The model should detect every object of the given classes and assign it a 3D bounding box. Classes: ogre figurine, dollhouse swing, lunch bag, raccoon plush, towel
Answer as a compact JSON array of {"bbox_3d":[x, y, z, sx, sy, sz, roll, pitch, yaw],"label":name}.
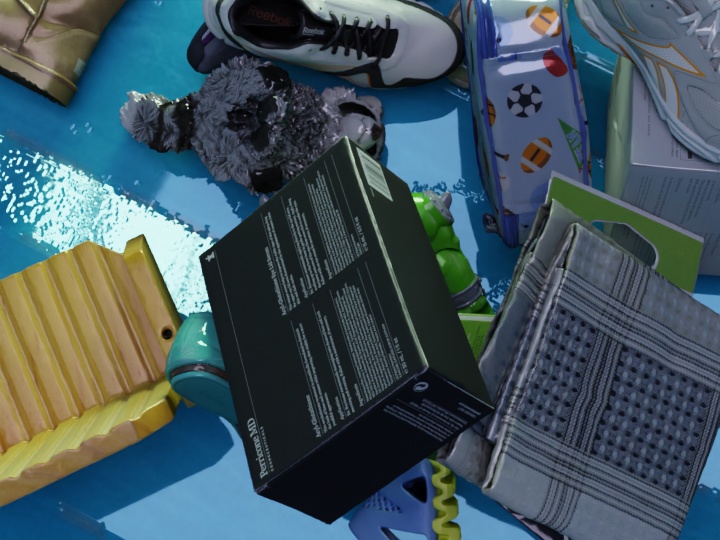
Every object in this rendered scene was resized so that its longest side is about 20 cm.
[{"bbox_3d":[0.000,0.000,1.075,0.199,0.098,0.120,4,107,13],"label":"ogre figurine"},{"bbox_3d":[-0.231,0.070,1.045,0.199,0.176,0.182,-25,80,-1],"label":"dollhouse swing"},{"bbox_3d":[0.115,-0.119,1.052,0.075,0.160,0.201,-8,115,0],"label":"lunch bag"},{"bbox_3d":[-0.072,-0.120,1.132,0.200,0.134,0.097,27,106,37],"label":"raccoon plush"},{"bbox_3d":[0.159,0.081,0.950,0.200,0.035,0.193,30,77,-25],"label":"towel"}]

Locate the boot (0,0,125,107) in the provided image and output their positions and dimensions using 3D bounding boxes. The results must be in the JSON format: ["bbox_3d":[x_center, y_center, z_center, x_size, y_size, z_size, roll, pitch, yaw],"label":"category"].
[{"bbox_3d":[-0.255,-0.252,1.161,0.175,0.066,0.201,28,83,-5],"label":"boot"}]

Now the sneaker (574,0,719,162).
[{"bbox_3d":[0.213,-0.149,0.937,0.076,0.092,0.200,-36,68,-16],"label":"sneaker"}]

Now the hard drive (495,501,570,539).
[{"bbox_3d":[0.183,0.111,1.083,0.135,0.042,0.200,39,84,9],"label":"hard drive"}]

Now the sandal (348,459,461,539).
[{"bbox_3d":[0.031,0.182,1.063,0.087,0.080,0.201,-5,78,5],"label":"sandal"}]

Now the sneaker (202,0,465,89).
[{"bbox_3d":[-0.017,-0.172,1.076,0.199,0.080,0.074,7,104,-12],"label":"sneaker"}]

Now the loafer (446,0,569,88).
[{"bbox_3d":[0.132,-0.227,1.132,0.076,0.068,0.200,41,84,9],"label":"loafer"}]

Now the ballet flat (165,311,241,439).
[{"bbox_3d":[-0.066,0.090,1.043,0.067,0.200,0.071,-13,52,27],"label":"ballet flat"}]

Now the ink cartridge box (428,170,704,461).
[{"bbox_3d":[0.143,0.052,1.004,0.147,0.076,0.201,20,79,-27],"label":"ink cartridge box"}]

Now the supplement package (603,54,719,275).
[{"bbox_3d":[0.283,-0.093,1.044,0.199,0.152,0.151,5,64,4],"label":"supplement package"}]

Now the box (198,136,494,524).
[{"bbox_3d":[-0.016,0.037,0.938,0.141,0.079,0.200,-35,47,20],"label":"box"}]

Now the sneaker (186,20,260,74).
[{"bbox_3d":[-0.037,-0.197,1.135,0.200,0.074,0.088,-35,85,-4],"label":"sneaker"}]
